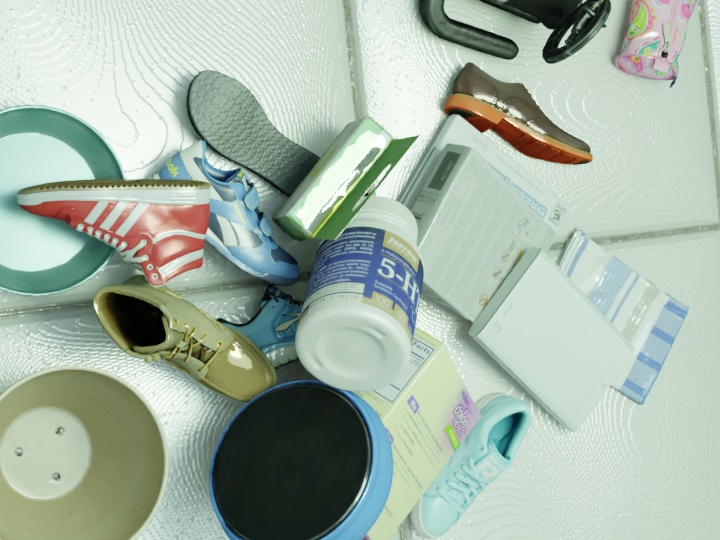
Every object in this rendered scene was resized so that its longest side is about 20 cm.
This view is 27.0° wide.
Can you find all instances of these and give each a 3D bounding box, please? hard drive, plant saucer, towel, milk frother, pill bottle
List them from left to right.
[{"bbox_3d":[-0.346,-0.073,1.586,0.199,0.036,0.201,0,89,-22],"label":"plant saucer"},{"bbox_3d":[0.005,0.018,1.577,0.119,0.120,0.200,33,39,-19],"label":"pill bottle"},{"bbox_3d":[0.176,-0.339,1.724,0.187,0.200,0.181,17,87,-21],"label":"milk frother"},{"bbox_3d":[0.232,0.084,1.798,0.200,0.026,0.132,44,78,-28],"label":"hard drive"},{"bbox_3d":[0.311,0.058,1.870,0.200,0.024,0.147,33,78,-19],"label":"towel"}]

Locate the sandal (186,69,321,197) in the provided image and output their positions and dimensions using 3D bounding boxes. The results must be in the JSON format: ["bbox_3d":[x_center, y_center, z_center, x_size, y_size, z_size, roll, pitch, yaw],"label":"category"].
[{"bbox_3d":[-0.123,-0.146,1.684,0.200,0.043,0.076,42,81,-27],"label":"sandal"}]

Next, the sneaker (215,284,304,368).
[{"bbox_3d":[-0.073,0.052,1.664,0.199,0.078,0.090,-22,87,-5],"label":"sneaker"}]

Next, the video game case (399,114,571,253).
[{"bbox_3d":[0.139,-0.055,1.790,0.200,0.024,0.182,36,76,-24],"label":"video game case"}]

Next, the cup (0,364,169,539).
[{"bbox_3d":[-0.311,0.194,1.539,0.199,0.143,0.201,0,89,-22],"label":"cup"}]

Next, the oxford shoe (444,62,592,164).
[{"bbox_3d":[0.200,-0.186,1.802,0.199,0.071,0.073,24,75,-21],"label":"oxford shoe"}]

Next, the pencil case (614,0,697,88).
[{"bbox_3d":[0.381,-0.336,1.872,0.087,0.087,0.201,21,81,-21],"label":"pencil case"}]

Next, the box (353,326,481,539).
[{"bbox_3d":[0.021,0.178,1.660,0.200,0.097,0.176,-50,145,-14],"label":"box"}]

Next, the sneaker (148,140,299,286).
[{"bbox_3d":[-0.135,-0.060,1.642,0.200,0.074,0.082,40,96,-17],"label":"sneaker"}]

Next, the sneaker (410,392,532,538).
[{"bbox_3d":[0.132,0.228,1.759,0.074,0.082,0.200,37,76,-17],"label":"sneaker"}]

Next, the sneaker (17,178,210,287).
[{"bbox_3d":[-0.257,-0.038,1.567,0.199,0.071,0.113,0,101,-11],"label":"sneaker"}]

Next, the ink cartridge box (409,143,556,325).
[{"bbox_3d":[0.131,-0.029,1.757,0.200,0.057,0.163,41,74,-46],"label":"ink cartridge box"}]

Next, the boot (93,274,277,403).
[{"bbox_3d":[-0.182,0.077,1.562,0.200,0.155,0.073,38,93,2],"label":"boot"}]

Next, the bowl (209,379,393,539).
[{"bbox_3d":[-0.065,0.206,1.542,0.201,0.200,0.039,-58,147,-13],"label":"bowl"}]

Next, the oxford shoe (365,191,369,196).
[{"bbox_3d":[0.000,0.000,1.714,0.071,0.071,0.201,-13,96,-25],"label":"oxford shoe"}]

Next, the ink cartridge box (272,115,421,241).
[{"bbox_3d":[-0.020,-0.099,1.605,0.048,0.200,0.146,40,82,-9],"label":"ink cartridge box"}]
